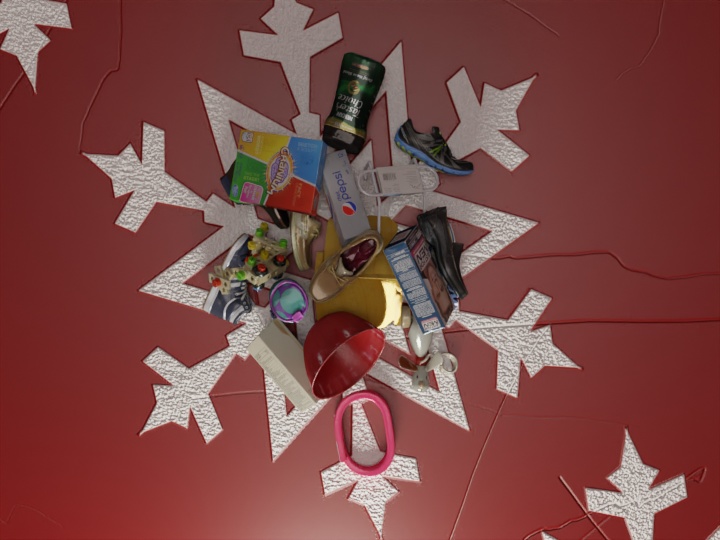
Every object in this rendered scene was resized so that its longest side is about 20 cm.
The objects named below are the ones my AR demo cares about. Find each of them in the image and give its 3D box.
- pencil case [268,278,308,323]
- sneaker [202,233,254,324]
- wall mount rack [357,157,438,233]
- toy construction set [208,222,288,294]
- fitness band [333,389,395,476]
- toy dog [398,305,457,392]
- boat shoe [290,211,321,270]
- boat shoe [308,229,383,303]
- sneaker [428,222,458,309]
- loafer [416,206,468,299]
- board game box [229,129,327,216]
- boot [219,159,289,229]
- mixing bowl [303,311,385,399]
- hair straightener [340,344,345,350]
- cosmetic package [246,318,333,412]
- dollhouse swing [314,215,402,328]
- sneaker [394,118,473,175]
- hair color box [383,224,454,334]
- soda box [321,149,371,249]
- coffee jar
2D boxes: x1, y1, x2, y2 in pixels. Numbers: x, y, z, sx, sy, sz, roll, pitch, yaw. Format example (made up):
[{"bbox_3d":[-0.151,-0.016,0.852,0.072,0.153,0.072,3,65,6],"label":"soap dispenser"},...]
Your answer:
[{"bbox_3d":[-0.160,0.065,1.283,0.083,0.200,0.095,-21,94,-7],"label":"pencil case"},{"bbox_3d":[-0.276,0.025,1.350,0.106,0.070,0.205,28,96,0],"label":"sneaker"},{"bbox_3d":[0.082,-0.157,1.289,0.193,0.075,0.180,-7,73,-18],"label":"wall mount rack"},{"bbox_3d":[-0.231,-0.020,1.265,0.129,0.094,0.199,33,50,19],"label":"toy construction set"},{"bbox_3d":[0.010,0.386,1.384,0.138,0.037,0.208,-9,95,0],"label":"fitness band"},{"bbox_3d":[0.142,0.175,1.331,0.128,0.096,0.206,-22,93,4],"label":"toy dog"},{"bbox_3d":[-0.122,-0.104,1.326,0.064,0.074,0.208,-3,94,6],"label":"boat shoe"},{"bbox_3d":[-0.035,-0.009,1.209,0.074,0.066,0.200,44,97,-3],"label":"boat shoe"},{"bbox_3d":[0.161,-0.008,1.326,0.111,0.081,0.208,-5,95,0],"label":"sneaker"},{"bbox_3d":[0.191,-0.039,1.251,0.070,0.073,0.205,-25,89,7],"label":"loafer"},{"bbox_3d":[-0.178,-0.213,1.269,0.193,0.040,0.159,10,90,13],"label":"board game box"},{"bbox_3d":[-0.242,-0.164,1.341,0.095,0.074,0.204,-32,82,14],"label":"boot"},{"bbox_3d":[-0.052,0.165,1.264,0.200,0.200,0.109,-46,61,4],"label":"mixing bowl"},{"bbox_3d":[-0.053,0.149,1.367,0.076,0.041,0.202,39,89,8],"label":"hair straightener"},{"bbox_3d":[-0.162,0.217,1.335,0.201,0.105,0.071,50,54,-2],"label":"cosmetic package"},{"bbox_3d":[0.000,0.000,1.342,0.192,0.179,0.187,2,128,2],"label":"dollhouse swing"},{"bbox_3d":[0.171,-0.275,1.312,0.195,0.071,0.085,30,99,2],"label":"sneaker"},{"bbox_3d":[0.128,0.018,1.240,0.059,0.100,0.205,-18,106,30],"label":"hair color box"},{"bbox_3d":[-0.038,-0.157,1.286,0.066,0.064,0.206,-15,75,-12],"label":"soda box"},{"bbox_3d":[-0.017,-0.369,1.305,0.101,0.085,0.207,17,95,1],"label":"coffee jar"}]
